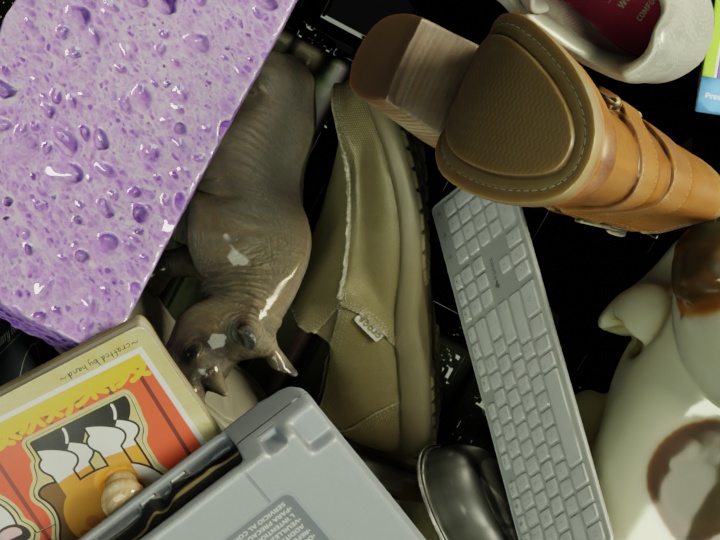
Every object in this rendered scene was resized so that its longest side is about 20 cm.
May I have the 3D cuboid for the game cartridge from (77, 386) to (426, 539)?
[{"bbox_3d":[-0.071,0.153,1.242,0.200,0.040,0.133,-37,124,0],"label":"game cartridge"}]

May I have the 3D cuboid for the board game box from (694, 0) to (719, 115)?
[{"bbox_3d":[0.257,-0.123,1.250,0.200,0.045,0.135,9,114,6],"label":"board game box"}]

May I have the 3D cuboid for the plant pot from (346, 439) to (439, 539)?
[{"bbox_3d":[-0.020,0.188,1.369,0.187,0.187,0.200,13,102,4],"label":"plant pot"}]

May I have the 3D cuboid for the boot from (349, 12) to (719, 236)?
[{"bbox_3d":[0.099,-0.051,1.217,0.155,0.200,0.074,25,97,-28],"label":"boot"}]

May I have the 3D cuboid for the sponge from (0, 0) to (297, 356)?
[{"bbox_3d":[-0.117,-0.068,1.251,0.111,0.030,0.200,28,74,-4],"label":"sponge"}]

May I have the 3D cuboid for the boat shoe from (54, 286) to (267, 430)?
[{"bbox_3d":[-0.109,0.045,1.332,0.057,0.067,0.200,-24,138,18],"label":"boat shoe"}]

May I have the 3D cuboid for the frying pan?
[{"bbox_3d":[0.092,0.151,1.338,0.031,0.115,0.190,-37,113,18],"label":"frying pan"}]

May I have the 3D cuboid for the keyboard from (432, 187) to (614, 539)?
[{"bbox_3d":[0.073,0.044,1.289,0.011,0.200,0.056,4,149,-33],"label":"keyboard"}]

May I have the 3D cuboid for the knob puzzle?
[{"bbox_3d":[-0.125,0.141,1.253,0.219,0.030,0.220,-4,118,-7],"label":"knob puzzle"}]

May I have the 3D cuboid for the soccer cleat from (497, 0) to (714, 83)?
[{"bbox_3d":[0.068,-0.153,1.229,0.200,0.086,0.070,38,115,10],"label":"soccer cleat"}]

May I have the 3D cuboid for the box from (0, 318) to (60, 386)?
[{"bbox_3d":[-0.185,0.097,1.351,0.107,0.148,0.200,-2,112,22],"label":"box"}]

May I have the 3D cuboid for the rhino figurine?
[{"bbox_3d":[-0.062,-0.018,1.288,0.087,0.200,0.060,-8,151,19],"label":"rhino figurine"}]

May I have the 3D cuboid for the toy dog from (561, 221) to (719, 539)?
[{"bbox_3d":[0.156,0.056,1.268,0.139,0.194,0.200,32,123,5],"label":"toy dog"}]

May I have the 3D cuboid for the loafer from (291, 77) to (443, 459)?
[{"bbox_3d":[0.000,0.000,1.328,0.067,0.076,0.200,-4,112,4],"label":"loafer"}]
